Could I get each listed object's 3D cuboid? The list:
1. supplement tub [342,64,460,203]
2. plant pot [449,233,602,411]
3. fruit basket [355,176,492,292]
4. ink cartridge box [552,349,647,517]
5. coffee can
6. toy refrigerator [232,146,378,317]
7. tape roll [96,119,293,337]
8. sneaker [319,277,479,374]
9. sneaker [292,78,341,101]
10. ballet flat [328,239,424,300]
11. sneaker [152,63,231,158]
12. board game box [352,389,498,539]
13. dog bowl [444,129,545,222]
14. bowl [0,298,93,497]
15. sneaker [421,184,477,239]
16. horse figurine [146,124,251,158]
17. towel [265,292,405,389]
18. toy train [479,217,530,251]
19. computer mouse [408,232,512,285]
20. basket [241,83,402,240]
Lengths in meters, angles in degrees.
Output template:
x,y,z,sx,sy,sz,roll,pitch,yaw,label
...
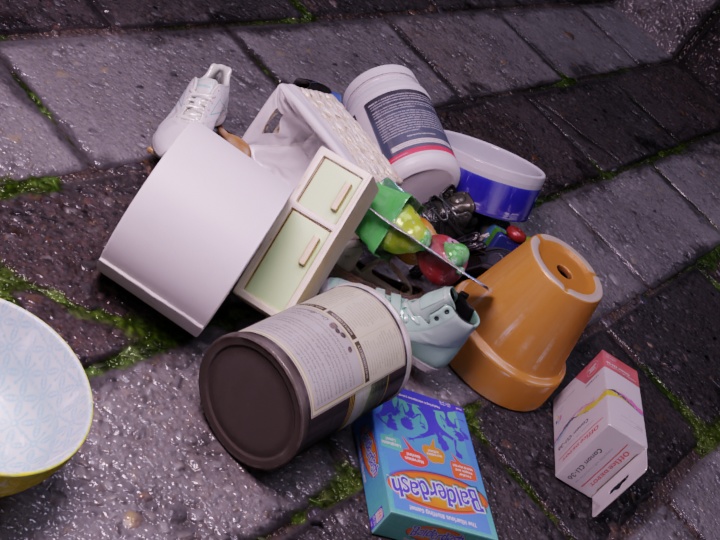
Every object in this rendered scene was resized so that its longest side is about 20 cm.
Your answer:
x,y,z,sx,sy,sz,roll,pitch,yaw,label
0.059,-0.197,1.852,0.139,0.140,0.202,8,50,-40,supplement tub
0.229,0.057,1.676,0.198,0.184,0.201,26,33,-18,plant pot
0.083,-0.037,1.541,0.198,0.095,0.185,28,1,12,fruit basket
0.318,0.217,1.625,0.067,0.117,0.201,30,31,-13,ink cartridge box
-0.056,0.110,1.324,0.147,0.147,0.199,47,38,16,coffee can
-0.063,-0.037,1.430,0.075,0.202,0.070,30,-7,13,toy refrigerator
-0.183,-0.047,1.363,0.138,0.203,0.203,33,31,-6,tape roll
0.053,0.039,1.508,0.199,0.118,0.074,29,35,-20,sneaker
-0.070,-0.228,1.855,0.077,0.071,0.201,23,27,-19,sneaker
0.000,0.000,1.623,0.198,0.068,0.068,29,24,-16,ballet flat
-0.218,-0.207,1.586,0.070,0.081,0.201,21,37,-3,sneaker
0.070,0.229,1.420,0.150,0.045,0.202,20,36,-28,board game box
0.192,-0.153,1.950,0.197,0.080,0.200,19,17,-6,dog bowl
-0.345,0.127,1.057,0.198,0.108,0.201,27,32,-19,bowl
0.094,-0.081,1.787,0.197,0.115,0.077,10,38,-35,sneaker
-0.199,-0.148,1.627,0.132,0.050,0.200,32,34,3,horse figurine
-0.033,0.078,1.518,0.198,0.037,0.150,22,36,-26,towel
0.278,-0.013,1.932,0.198,0.085,0.116,27,19,-18,toy train
0.177,-0.012,1.779,0.199,0.137,0.054,20,57,-43,computer mouse
-0.053,-0.146,1.695,0.123,0.136,0.201,-9,54,-53,basket
